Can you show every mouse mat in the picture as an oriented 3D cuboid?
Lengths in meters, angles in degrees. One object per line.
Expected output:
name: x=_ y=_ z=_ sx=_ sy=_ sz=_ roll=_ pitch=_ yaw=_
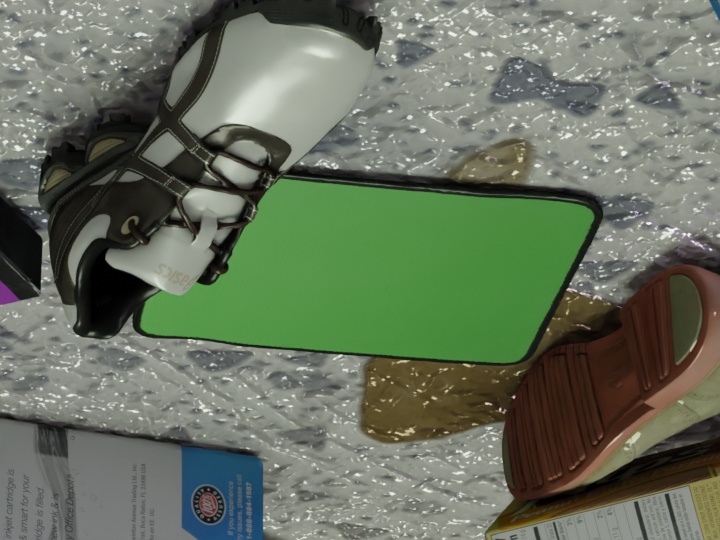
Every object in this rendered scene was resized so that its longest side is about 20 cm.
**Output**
mouse mat: x=0.000 y=0.000 z=1.395 sx=0.199 sy=0.008 sz=0.161 roll=6 pitch=149 yaw=-10

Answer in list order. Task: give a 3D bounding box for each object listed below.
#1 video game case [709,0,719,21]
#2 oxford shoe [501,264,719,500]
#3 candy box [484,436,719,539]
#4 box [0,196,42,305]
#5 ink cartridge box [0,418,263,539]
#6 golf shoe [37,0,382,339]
video game case: x=0.154 y=-0.137 z=1.001 sx=0.143 sy=0.018 sz=0.200 roll=-2 pitch=125 yaw=51
oxford shoe: x=0.138 y=0.063 z=1.449 sx=0.074 sy=0.071 sz=0.200 roll=6 pitch=154 yaw=-30
candy box: x=0.170 y=0.118 z=1.489 sx=0.199 sy=0.055 sz=0.115 roll=-16 pitch=-177 yaw=14
box: x=-0.262 y=-0.014 z=1.333 sx=0.199 sy=0.036 sz=0.143 roll=-14 pitch=147 yaw=18
ink cartridge box: x=-0.155 y=0.161 z=1.530 sx=0.199 sy=0.146 sz=0.084 roll=10 pitch=149 yaw=-18
golf shoe: x=-0.059 y=-0.038 z=1.238 sx=0.078 sy=0.095 sz=0.200 roll=22 pitch=140 yaw=-30
